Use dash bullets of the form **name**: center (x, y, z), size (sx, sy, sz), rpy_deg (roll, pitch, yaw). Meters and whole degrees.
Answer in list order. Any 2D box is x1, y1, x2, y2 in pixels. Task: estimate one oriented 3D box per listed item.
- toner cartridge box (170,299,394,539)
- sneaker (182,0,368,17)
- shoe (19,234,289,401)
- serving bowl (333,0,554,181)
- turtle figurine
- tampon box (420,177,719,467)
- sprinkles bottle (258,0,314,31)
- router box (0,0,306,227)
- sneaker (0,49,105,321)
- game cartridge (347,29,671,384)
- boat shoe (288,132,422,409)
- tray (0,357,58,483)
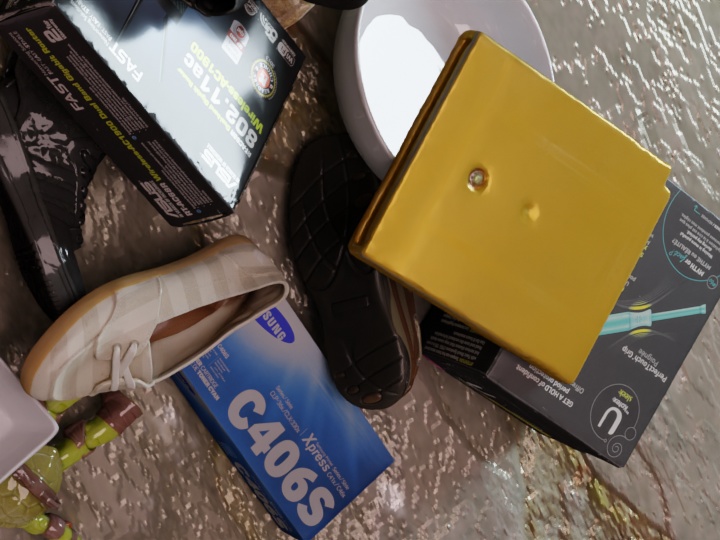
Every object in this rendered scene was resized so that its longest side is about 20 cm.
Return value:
- **toner cartridge box**: center (-0.066, 0.092, 1.475), size (0.095, 0.043, 0.200), rpy_deg (-42, 115, -18)
- **sneaker**: center (-0.078, -0.195, 1.305), size (0.199, 0.060, 0.105), rpy_deg (30, 49, -29)
- **shoe**: center (-0.134, 0.036, 1.351), size (0.199, 0.053, 0.070), rpy_deg (-29, 144, -30)
- **serving bowl**: center (0.051, -0.134, 1.472), size (0.199, 0.066, 0.201), rpy_deg (10, 75, -41)
- **turtle figurine**: center (-0.232, 0.127, 1.377), size (0.161, 0.064, 0.200), rpy_deg (-50, 117, -12)
- **tampon box**: center (0.164, 0.019, 1.540), size (0.150, 0.126, 0.201), rpy_deg (34, 82, -27)
- **sprinkles bottle**: center (-0.103, -0.253, 1.380), size (0.068, 0.068, 0.200), rpy_deg (-48, 117, -13)
- **router box**: center (-0.134, -0.150, 1.332), size (0.200, 0.062, 0.150), rpy_deg (49, 47, -33)
- **sneaker**: center (-0.195, -0.074, 1.353), size (0.104, 0.060, 0.201), rpy_deg (-25, 98, -22)
- **game cartridge**: center (0.110, -0.042, 1.422), size (0.200, 0.032, 0.177), rpy_deg (32, 83, -27)
- **boat shoe**: center (0.000, 0.000, 1.484), size (0.074, 0.075, 0.201), rpy_deg (-10, 91, -67)
- **tray**: center (-0.300, 0.063, 1.323), size (0.107, 0.022, 0.200), rpy_deg (-41, 95, -16)
